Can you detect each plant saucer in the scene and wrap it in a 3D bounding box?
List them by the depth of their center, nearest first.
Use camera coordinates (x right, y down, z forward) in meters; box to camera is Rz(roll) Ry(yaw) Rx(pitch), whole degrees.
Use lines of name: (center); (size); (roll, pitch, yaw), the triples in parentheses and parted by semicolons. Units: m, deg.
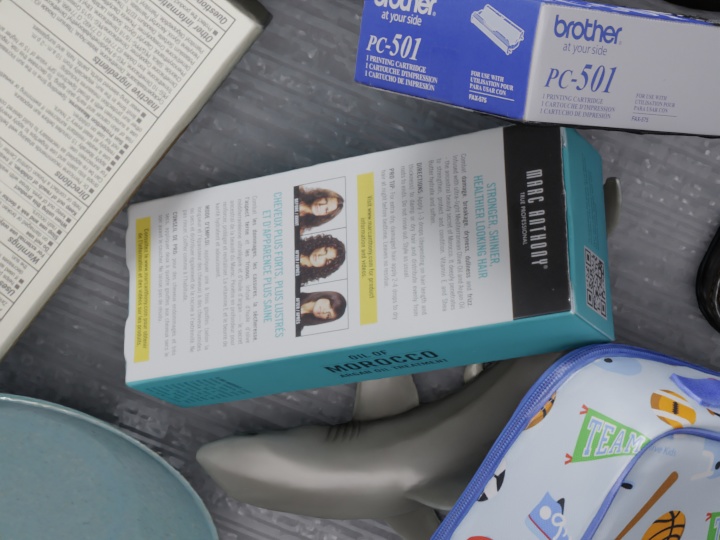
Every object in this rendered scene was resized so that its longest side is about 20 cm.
plant saucer: (-0.160, 0.112, 0.834); (0.201, 0.039, 0.201); (-1, 133, -1)

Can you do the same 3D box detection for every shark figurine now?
shark figurine: (0.051, 0.060, 0.817); (0.214, 0.090, 0.128); (-41, 113, 4)

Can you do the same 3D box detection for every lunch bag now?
lunch bag: (0.124, 0.109, 0.794); (0.200, 0.076, 0.160); (14, 111, -46)

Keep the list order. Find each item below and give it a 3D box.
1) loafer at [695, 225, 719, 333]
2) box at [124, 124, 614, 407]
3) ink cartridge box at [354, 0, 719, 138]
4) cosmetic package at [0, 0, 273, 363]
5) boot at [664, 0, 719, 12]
loafer: (0.228, -0.037, 0.805); (0.200, 0.072, 0.073); (-41, 100, 10)
box: (0.000, 0.000, 0.778); (0.200, 0.049, 0.082); (-10, 70, 24)
ink cartridge box: (0.104, -0.079, 0.731); (0.200, 0.094, 0.044); (0, 103, -41)
cosmetic package: (-0.138, -0.060, 0.803); (0.105, 0.071, 0.200); (40, 100, -6)
boot: (0.166, -0.151, 0.795); (0.200, 0.074, 0.076); (18, 72, 2)
